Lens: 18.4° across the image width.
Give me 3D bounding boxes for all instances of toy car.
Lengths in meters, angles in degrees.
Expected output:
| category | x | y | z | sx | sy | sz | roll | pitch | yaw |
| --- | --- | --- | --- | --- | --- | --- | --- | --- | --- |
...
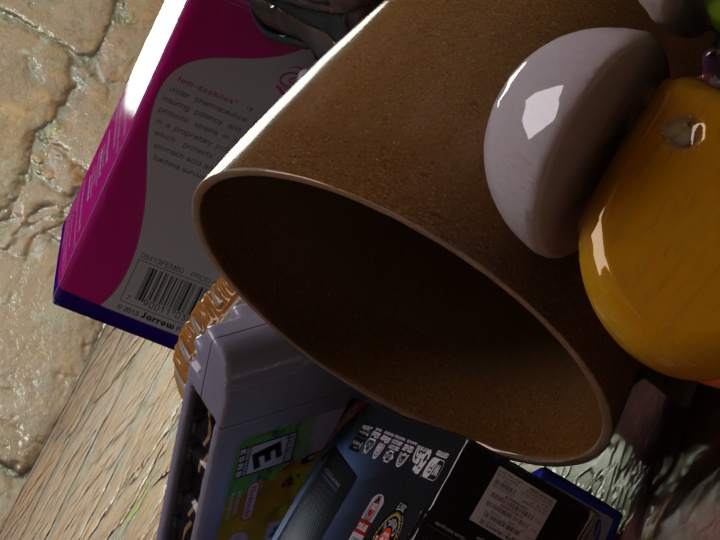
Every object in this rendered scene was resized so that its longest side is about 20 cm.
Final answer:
| category | x | y | z | sx | sy | sz | roll | pitch | yaw |
| --- | --- | --- | --- | --- | --- | --- | --- | --- | --- |
| toy car | 0.157 | -0.048 | 0.759 | 0.200 | 0.175 | 0.150 | -59 | -27 | 1 |

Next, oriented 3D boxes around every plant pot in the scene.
| category | x | y | z | sx | sy | sz | roll | pitch | yaw |
| --- | --- | --- | --- | --- | --- | --- | --- | --- | --- |
| plant pot | 0.062 | -0.057 | 0.889 | 0.200 | 0.186 | 0.186 | -58 | 10 | -21 |

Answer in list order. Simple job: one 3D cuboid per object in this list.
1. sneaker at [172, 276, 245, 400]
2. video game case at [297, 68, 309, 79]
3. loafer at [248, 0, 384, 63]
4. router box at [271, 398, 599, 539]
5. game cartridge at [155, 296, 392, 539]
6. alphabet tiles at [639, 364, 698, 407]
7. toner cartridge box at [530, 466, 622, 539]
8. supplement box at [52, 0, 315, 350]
| category | x | y | z | sx | sy | sz | roll | pitch | yaw |
| --- | --- | --- | --- | --- | --- | --- | --- | --- | --- |
| sneaker | 0.000 | 0.000 | 1.043 | 0.200 | 0.088 | 0.076 | -46 | 41 | 23 |
| video game case | 0.006 | 0.021 | 1.117 | 0.182 | 0.022 | 0.200 | 37 | 124 | 50 |
| loafer | -0.014 | -0.139 | 1.064 | 0.072 | 0.063 | 0.200 | -24 | 29 | -7 |
| router box | 0.005 | 0.136 | 0.886 | 0.150 | 0.062 | 0.200 | -61 | 11 | -6 |
| game cartridge | -0.024 | 0.083 | 1.024 | 0.133 | 0.040 | 0.200 | -20 | -37 | -30 |
| alphabet tiles | 0.148 | -0.052 | 0.918 | 0.166 | 0.006 | 0.200 | 42 | 114 | 59 |
| toner cartridge box | 0.037 | 0.154 | 0.975 | 0.095 | 0.043 | 0.200 | -62 | 11 | -24 |
| supplement box | -0.084 | -0.068 | 1.222 | 0.200 | 0.101 | 0.103 | -62 | 15 | 22 |
